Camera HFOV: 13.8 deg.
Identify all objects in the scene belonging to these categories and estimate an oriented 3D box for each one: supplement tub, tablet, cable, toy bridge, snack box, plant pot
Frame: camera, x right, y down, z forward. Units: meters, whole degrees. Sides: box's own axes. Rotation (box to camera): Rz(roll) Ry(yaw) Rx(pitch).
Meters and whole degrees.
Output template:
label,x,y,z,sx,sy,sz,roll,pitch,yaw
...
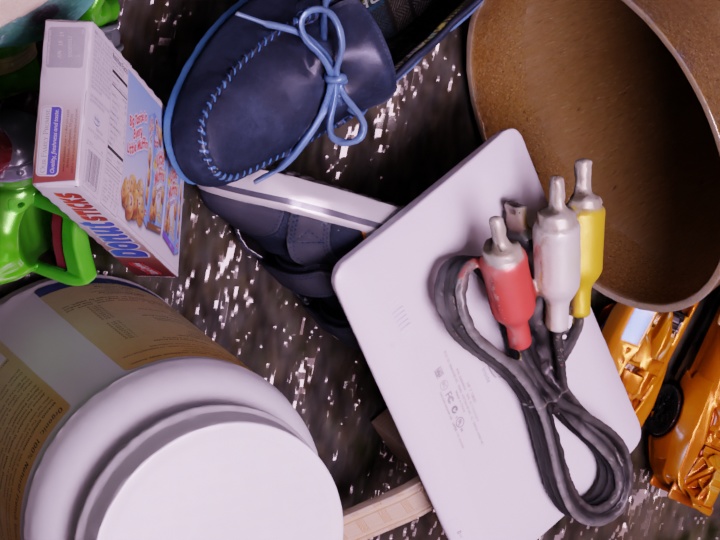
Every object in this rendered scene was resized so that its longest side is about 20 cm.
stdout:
label,x,y,z,sx,sy,sz,roll,pitch,yaw
supplement tub,-0.104,0.094,1.378,0.144,0.200,0.145,-9,111,-24
tablet,0.067,0.044,1.479,0.130,0.014,0.201,-39,123,-25
cable,0.093,0.049,1.459,0.097,0.050,0.201,-30,117,-33
toy bridge,0.031,0.092,1.526,0.200,0.067,0.027,-41,124,-10
snack box,-0.109,-0.050,1.328,0.024,0.200,0.072,1,79,9
plant pot,0.186,-0.108,1.492,0.200,0.186,0.187,-31,119,-30

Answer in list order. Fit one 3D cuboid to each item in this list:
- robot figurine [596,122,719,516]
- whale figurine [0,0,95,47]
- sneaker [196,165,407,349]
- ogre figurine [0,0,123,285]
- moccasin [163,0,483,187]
label,x,y,z,sx,sy,sz,roll,pitch,yaw
robot figurine,0.188,0.023,1.590,0.145,0.058,0.201,22,96,-30
whale figurine,-0.193,-0.136,1.303,0.199,0.160,0.104,-29,152,8
sneaker,0.000,0.000,1.473,0.199,0.078,0.080,17,93,-33
ogre figurine,-0.169,-0.050,1.351,0.200,0.098,0.120,-61,144,-52
moccasin,-0.012,-0.110,1.401,0.200,0.068,0.081,-46,130,-30
